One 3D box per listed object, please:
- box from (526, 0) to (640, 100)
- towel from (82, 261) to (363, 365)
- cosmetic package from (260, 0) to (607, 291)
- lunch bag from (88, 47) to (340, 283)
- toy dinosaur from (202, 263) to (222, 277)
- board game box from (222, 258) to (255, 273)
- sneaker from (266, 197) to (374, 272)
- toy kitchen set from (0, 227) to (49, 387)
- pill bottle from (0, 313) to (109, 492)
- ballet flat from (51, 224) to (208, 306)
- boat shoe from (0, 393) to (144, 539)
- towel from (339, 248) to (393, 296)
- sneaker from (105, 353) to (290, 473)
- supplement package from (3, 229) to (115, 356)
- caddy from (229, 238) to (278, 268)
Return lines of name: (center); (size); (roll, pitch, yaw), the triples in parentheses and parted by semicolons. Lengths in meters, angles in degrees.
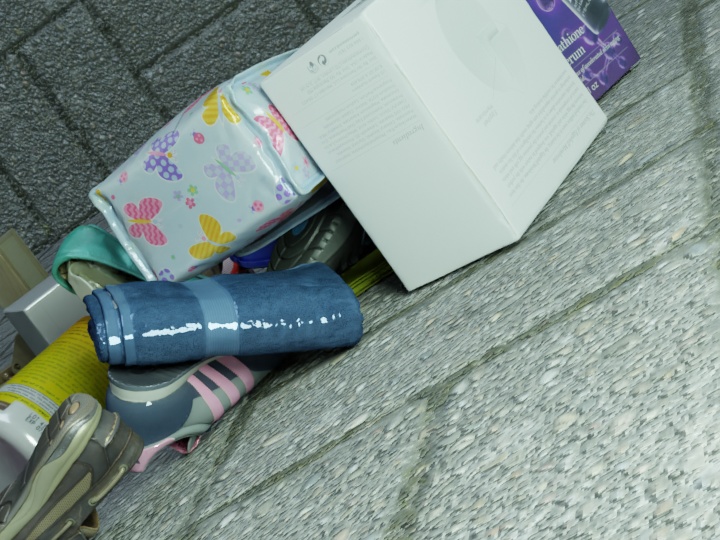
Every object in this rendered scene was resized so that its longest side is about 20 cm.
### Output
box: (0.126, -0.218, 1.400); (0.148, 0.200, 0.104); (-43, 15, -33)
towel: (-0.102, 0.032, 1.187); (0.199, 0.049, 0.112); (-4, 14, -16)
cosmetic package: (0.062, -0.129, 1.230); (0.123, 0.200, 0.199); (-28, 13, 40)
lunch bag: (-0.088, -0.086, 1.280); (0.169, 0.127, 0.200); (-33, 6, 28)
toy dinosaur: (-0.153, -0.002, 1.462); (0.085, 0.136, 0.200); (-17, 16, -4)
board game box: (-0.187, 0.061, 1.568); (0.200, 0.046, 0.152); (-36, 12, -2)
sneaker: (-0.001, -0.038, 1.317); (0.200, 0.082, 0.073); (-54, 32, -4)
toy kitchen set: (-0.429, 0.074, 1.877); (0.200, 0.181, 0.163); (-33, 11, 12)
pill bottle: (-0.233, 0.109, 1.354); (0.109, 0.109, 0.200); (-22, 18, 48)
ballet flat: (-0.176, 0.028, 1.333); (0.070, 0.199, 0.068); (-51, -23, -36)
boat shoe: (-0.222, 0.180, 1.140); (0.200, 0.073, 0.075); (-53, 17, 26)
towel: (0.000, 0.000, 1.352); (0.200, 0.018, 0.086); (-34, 12, 5)
sneaker: (-0.125, 0.093, 1.226); (0.070, 0.082, 0.200); (17, 20, 32)
supplement package: (-0.262, 0.030, 1.715); (0.200, 0.121, 0.120); (-40, 13, -19)
caddy: (-0.053, -0.045, 1.481); (0.141, 0.105, 0.200); (-13, 8, -10)
